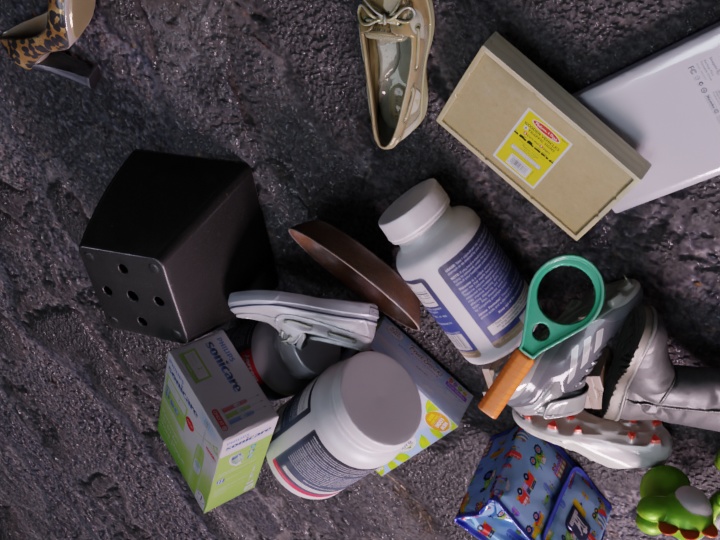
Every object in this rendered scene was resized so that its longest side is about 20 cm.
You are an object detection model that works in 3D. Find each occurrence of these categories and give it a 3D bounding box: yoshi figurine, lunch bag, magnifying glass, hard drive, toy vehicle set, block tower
[{"bbox_3d":[0.418,0.267,1.066,0.197,0.114,0.112,-2,170,-1],"label":"yoshi figurine"},{"bbox_3d":[0.243,0.322,1.185,0.200,0.151,0.094,42,136,-6],"label":"lunch bag"},{"bbox_3d":[0.192,0.073,0.978,0.079,0.022,0.201,35,103,13],"label":"magnifying glass"},{"bbox_3d":[0.299,-0.143,0.854,0.199,0.025,0.132,-22,112,42],"label":"hard drive"},{"bbox_3d":[0.179,-0.130,0.909,0.200,0.027,0.124,41,148,3],"label":"toy vehicle set"},{"bbox_3d":[0.243,0.128,1.095,0.198,0.054,0.058,-3,124,33],"label":"block tower"}]

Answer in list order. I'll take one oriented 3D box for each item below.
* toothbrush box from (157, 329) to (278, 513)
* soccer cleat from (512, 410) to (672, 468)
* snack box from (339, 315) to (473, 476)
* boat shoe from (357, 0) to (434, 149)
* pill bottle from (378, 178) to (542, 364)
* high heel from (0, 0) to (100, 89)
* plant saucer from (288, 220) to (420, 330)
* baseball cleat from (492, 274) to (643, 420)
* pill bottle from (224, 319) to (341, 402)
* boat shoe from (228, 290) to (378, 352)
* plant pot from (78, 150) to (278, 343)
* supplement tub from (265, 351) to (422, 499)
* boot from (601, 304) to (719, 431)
[{"bbox_3d":[-0.194,0.202,1.193,0.146,0.085,0.201,53,144,24],"label":"toothbrush box"},{"bbox_3d":[0.286,0.209,1.128,0.197,0.070,0.078,10,134,21],"label":"soccer cleat"},{"bbox_3d":[0.032,0.180,1.260,0.168,0.068,0.200,42,137,-5],"label":"snack box"},{"bbox_3d":[0.032,-0.224,0.926,0.072,0.063,0.203,16,132,20],"label":"boat shoe"},{"bbox_3d":[0.111,-0.001,1.029,0.110,0.111,0.201,-24,111,42],"label":"pill bottle"},{"bbox_3d":[-0.398,-0.320,1.105,0.141,0.072,0.201,21,143,7],"label":"high heel"},{"bbox_3d":[0.000,0.000,1.092,0.199,0.035,0.200,38,174,4],"label":"plant saucer"},{"bbox_3d":[0.247,0.094,1.018,0.199,0.070,0.107,-36,106,17],"label":"baseball cleat"},{"bbox_3d":[-0.126,0.123,1.275,0.199,0.120,0.120,-23,112,42],"label":"pill bottle"},{"bbox_3d":[-0.077,0.067,1.144,0.197,0.068,0.074,4,169,14],"label":"boat shoe"},{"bbox_3d":[-0.249,-0.019,1.191,0.198,0.178,0.201,9,130,24],"label":"plant pot"},{"bbox_3d":[-0.025,0.201,1.165,0.140,0.141,0.200,42,136,-6],"label":"supplement tub"},{"bbox_3d":[0.370,0.115,0.955,0.197,0.073,0.183,10,142,8],"label":"boot"}]
